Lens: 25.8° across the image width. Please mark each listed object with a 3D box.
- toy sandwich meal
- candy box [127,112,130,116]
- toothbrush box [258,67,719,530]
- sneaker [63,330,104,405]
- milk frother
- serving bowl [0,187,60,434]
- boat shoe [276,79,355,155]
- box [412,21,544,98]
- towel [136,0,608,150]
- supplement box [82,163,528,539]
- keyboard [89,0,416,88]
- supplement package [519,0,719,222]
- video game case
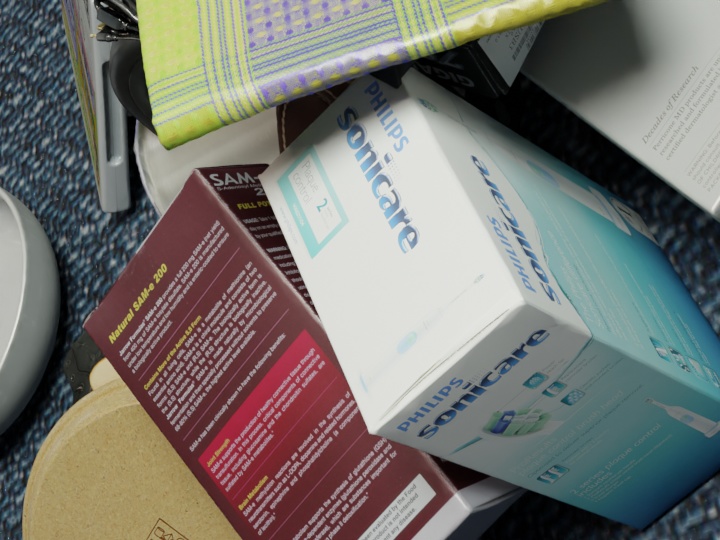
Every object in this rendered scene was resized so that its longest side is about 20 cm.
[{"bbox_3d":[-0.094,0.136,0.857,0.204,0.070,0.207,2,96,16],"label":"toy sandwich meal"},{"bbox_3d":[-0.138,-0.221,1.009,0.137,0.061,0.201,105,155,-58],"label":"candy box"},{"bbox_3d":[0.069,0.014,0.680,0.085,0.199,0.147,-42,50,20],"label":"toothbrush box"},{"bbox_3d":[-0.147,0.084,0.950,0.104,0.060,0.200,36,93,44],"label":"sneaker"},{"bbox_3d":[-0.026,-0.133,0.879,0.187,0.181,0.201,-24,28,32],"label":"milk frother"},{"bbox_3d":[-0.268,0.042,1.070,0.199,0.066,0.201,-18,61,36],"label":"serving bowl"},{"bbox_3d":[0.000,0.000,0.769,0.072,0.072,0.201,-10,103,33],"label":"boat shoe"},{"bbox_3d":[0.022,-0.196,0.719,0.199,0.050,0.199,21,75,33],"label":"box"},{"bbox_3d":[0.004,-0.131,0.633,0.199,0.023,0.144,-18,54,10],"label":"towel"},{"bbox_3d":[-0.029,0.059,0.717,0.200,0.061,0.109,50,119,18],"label":"supplement box"},{"bbox_3d":[-0.046,-0.131,0.678,0.200,0.021,0.127,33,80,36],"label":"keyboard"},{"bbox_3d":[0.155,-0.102,0.706,0.120,0.121,0.200,-54,47,10],"label":"supplement package"},{"bbox_3d":[-0.176,-0.171,1.023,0.183,0.022,0.201,98,159,-50],"label":"video game case"}]
